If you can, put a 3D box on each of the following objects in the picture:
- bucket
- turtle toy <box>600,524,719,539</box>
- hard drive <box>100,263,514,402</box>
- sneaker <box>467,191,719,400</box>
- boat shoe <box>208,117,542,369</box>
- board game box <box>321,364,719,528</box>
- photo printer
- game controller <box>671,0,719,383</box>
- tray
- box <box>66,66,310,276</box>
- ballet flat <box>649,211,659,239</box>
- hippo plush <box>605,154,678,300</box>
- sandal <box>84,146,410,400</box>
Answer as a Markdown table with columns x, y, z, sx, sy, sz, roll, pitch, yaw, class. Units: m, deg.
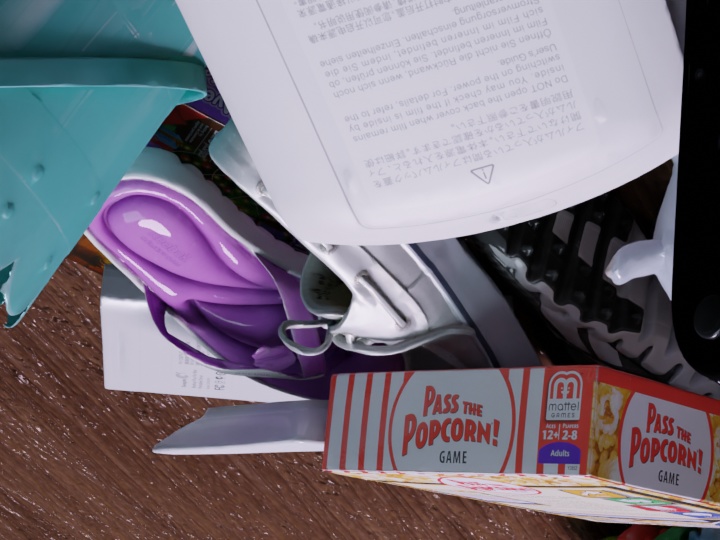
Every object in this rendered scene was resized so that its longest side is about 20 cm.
| x | y | z | sx | sy | sz | roll | pitch | yaw | class |
| --- | --- | --- | --- | --- | --- | --- | --- | --- | --- |
| -0.162 | -0.092 | 0.726 | 0.207 | 0.135 | 0.207 | 38 | 168 | 10 | bucket |
| 0.184 | 0.194 | 1.078 | 0.145 | 0.102 | 0.199 | 37 | 149 | -27 | turtle toy |
| -0.031 | 0.038 | 0.967 | 0.198 | 0.027 | 0.132 | 4 | 157 | -5 | hard drive |
| 0.105 | 0.018 | 0.862 | 0.199 | 0.067 | 0.090 | 32 | 148 | -23 | sneaker |
| 0.001 | 0.002 | 0.810 | 0.202 | 0.086 | 0.075 | 48 | -173 | -41 | boat shoe |
| 0.105 | 0.083 | 0.847 | 0.151 | 0.047 | 0.199 | -4 | 165 | 44 | board game box |
| 0.021 | -0.101 | 0.622 | 0.165 | 0.070 | 0.201 | -15 | 124 | 16 | photo printer |
| 0.137 | -0.067 | 0.557 | 0.042 | 0.202 | 0.104 | 15 | 160 | -26 | game controller |
| 0.006 | 0.076 | 0.930 | 0.107 | 0.022 | 0.199 | -7 | 172 | 44 | tray |
| -0.076 | -0.037 | 0.923 | 0.136 | 0.039 | 0.200 | 26 | 152 | -12 | box |
| 0.209 | 0.028 | 0.838 | 0.199 | 0.067 | 0.057 | 36 | -170 | -24 | ballet flat |
| 0.188 | -0.016 | 0.669 | 0.158 | 0.202 | 0.160 | 0 | -174 | -30 | hippo plush |
| -0.057 | 0.020 | 0.862 | 0.082 | 0.050 | 0.202 | -28 | 132 | 31 | sandal |
